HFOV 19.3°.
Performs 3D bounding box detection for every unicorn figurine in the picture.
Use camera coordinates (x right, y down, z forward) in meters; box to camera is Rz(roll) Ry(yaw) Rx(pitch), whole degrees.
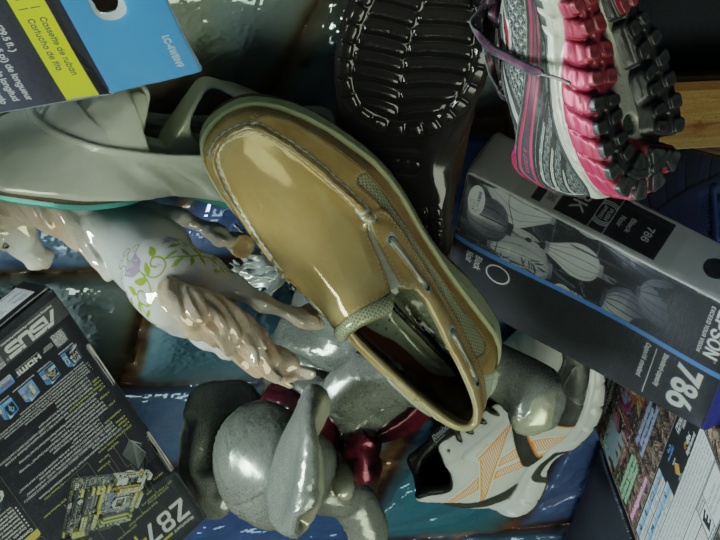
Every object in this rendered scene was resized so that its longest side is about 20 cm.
[{"bbox_3d":[-0.106,-0.002,1.040,0.137,0.074,0.199,21,174,-35],"label":"unicorn figurine"}]

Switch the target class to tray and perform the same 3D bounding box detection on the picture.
[{"bbox_3d":[0.182,-0.085,1.067,0.199,0.099,0.037,-5,99,-16],"label":"tray"}]

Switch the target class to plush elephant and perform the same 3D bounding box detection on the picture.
[{"bbox_3d":[-0.013,0.084,1.145,0.199,0.165,0.156,27,86,-24],"label":"plush elephant"}]

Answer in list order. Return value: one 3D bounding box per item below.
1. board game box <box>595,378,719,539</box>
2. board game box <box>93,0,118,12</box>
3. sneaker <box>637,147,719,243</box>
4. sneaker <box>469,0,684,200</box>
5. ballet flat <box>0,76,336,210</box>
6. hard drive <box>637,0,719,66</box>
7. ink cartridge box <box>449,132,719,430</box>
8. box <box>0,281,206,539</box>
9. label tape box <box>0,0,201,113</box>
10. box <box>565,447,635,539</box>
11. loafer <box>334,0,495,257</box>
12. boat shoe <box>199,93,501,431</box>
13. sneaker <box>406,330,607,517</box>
[{"bbox_3d":[0.205,0.079,1.194,0.096,0.201,0.160,-7,143,-13],"label":"board game box"},{"bbox_3d":[-0.081,-0.165,0.923,0.199,0.024,0.105,-15,141,-1],"label":"board game box"},{"bbox_3d":[0.225,-0.045,1.129,0.199,0.077,0.076,-15,100,-15],"label":"sneaker"},{"bbox_3d":[0.080,-0.126,0.937,0.074,0.201,0.080,4,-159,46],"label":"sneaker"},{"bbox_3d":[-0.098,-0.065,1.021,0.199,0.070,0.070,4,139,-31],"label":"ballet flat"},{"bbox_3d":[0.163,-0.171,0.990,0.134,0.043,0.201,-4,142,-15],"label":"hard drive"},{"bbox_3d":[0.140,0.014,1.071,0.199,0.039,0.100,27,143,15],"label":"ink cartridge box"},{"bbox_3d":[-0.200,0.128,1.101,0.200,0.049,0.162,-41,111,-20],"label":"box"},{"bbox_3d":[-0.179,-0.129,0.865,0.199,0.066,0.144,-10,144,11],"label":"label tape box"},{"bbox_3d":[0.249,0.207,1.446,0.199,0.118,0.197,-6,143,-14],"label":"box"},{"bbox_3d":[0.022,-0.088,1.033,0.072,0.071,0.201,11,126,0],"label":"loafer"},{"bbox_3d":[0.000,0.000,1.004,0.072,0.076,0.200,-36,117,26],"label":"boat shoe"},{"bbox_3d":[0.087,0.086,1.268,0.079,0.074,0.201,1,140,-19],"label":"sneaker"}]
